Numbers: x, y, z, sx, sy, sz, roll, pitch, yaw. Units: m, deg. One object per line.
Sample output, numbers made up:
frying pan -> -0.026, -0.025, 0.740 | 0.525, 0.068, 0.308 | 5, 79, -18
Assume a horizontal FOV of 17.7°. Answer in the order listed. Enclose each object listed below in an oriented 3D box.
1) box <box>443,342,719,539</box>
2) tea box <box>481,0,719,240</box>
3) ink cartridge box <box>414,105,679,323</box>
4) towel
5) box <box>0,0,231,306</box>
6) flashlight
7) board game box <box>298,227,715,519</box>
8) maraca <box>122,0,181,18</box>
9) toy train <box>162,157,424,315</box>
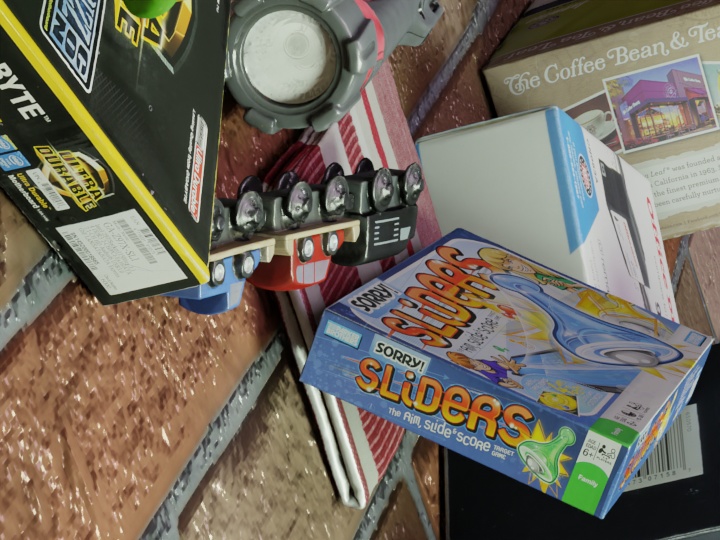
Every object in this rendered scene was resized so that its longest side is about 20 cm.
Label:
box -> 0.164, 0.134, 1.137 | 0.182, 0.199, 0.105 | 56, 27, -46
tea box -> 0.201, -0.112, 1.417 | 0.197, 0.199, 0.135 | -51, 124, -65
ink cartridge box -> 0.109, 0.009, 1.245 | 0.200, 0.083, 0.146 | 24, 54, -67
towel -> 0.000, 0.000, 1.041 | 0.200, 0.023, 0.145 | -58, 133, -63
box -> -0.099, -0.115, 0.797 | 0.160, 0.049, 0.201 | 53, 29, -44
flashlight -> -0.012, -0.115, 1.029 | 0.200, 0.067, 0.068 | -62, 145, -69
board game box -> 0.069, 0.038, 0.992 | 0.035, 0.135, 0.200 | -70, 168, 16
maraca -> -0.057, -0.170, 0.711 | 0.106, 0.137, 0.201 | 10, 53, -20
toy train -> -0.029, -0.014, 0.906 | 0.200, 0.034, 0.046 | -14, 109, -61
